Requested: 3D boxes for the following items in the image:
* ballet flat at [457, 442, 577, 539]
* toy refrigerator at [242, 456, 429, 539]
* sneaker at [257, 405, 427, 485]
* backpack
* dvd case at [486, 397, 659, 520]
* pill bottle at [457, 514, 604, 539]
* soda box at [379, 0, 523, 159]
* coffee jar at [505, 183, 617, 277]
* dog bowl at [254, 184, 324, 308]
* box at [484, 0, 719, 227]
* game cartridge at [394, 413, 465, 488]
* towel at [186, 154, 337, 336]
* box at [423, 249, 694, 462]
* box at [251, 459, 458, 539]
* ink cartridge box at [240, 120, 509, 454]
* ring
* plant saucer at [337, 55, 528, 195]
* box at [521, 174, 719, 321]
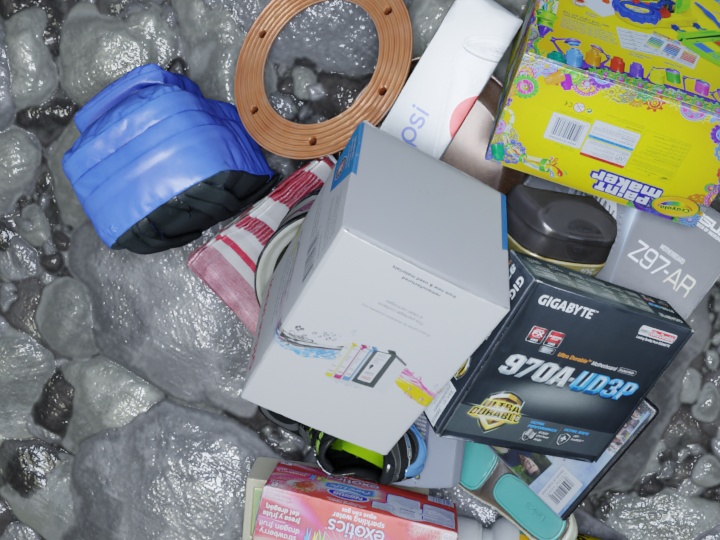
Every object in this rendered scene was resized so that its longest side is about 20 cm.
[{"bbox_3d":[0.147,0.221,0.988,0.068,0.062,0.200,-49,57,4],"label":"ballet flat"},{"bbox_3d":[-0.026,0.263,1.024,0.196,0.070,0.078,7,101,4],"label":"toy refrigerator"},{"bbox_3d":[-0.028,0.155,0.940,0.197,0.082,0.072,22,109,31],"label":"sneaker"},{"bbox_3d":[-0.198,-0.105,0.905,0.161,0.200,0.169,-36,91,11],"label":"backpack"},{"bbox_3d":[0.171,0.122,0.922,0.200,0.017,0.143,43,106,20],"label":"dvd case"},{"bbox_3d":[0.187,0.326,0.993,0.196,0.113,0.115,14,102,3],"label":"pill bottle"},{"bbox_3d":[0.075,-0.167,0.900,0.068,0.063,0.202,31,102,-2],"label":"soda box"},{"bbox_3d":[0.146,0.023,0.836,0.103,0.086,0.203,5,121,-27],"label":"coffee jar"},{"bbox_3d":[0.000,0.000,0.902,0.196,0.074,0.203,3,129,4],"label":"dog bowl"},{"bbox_3d":[0.234,-0.174,0.839,0.197,0.195,0.123,18,141,2],"label":"box"},{"bbox_3d":[0.021,0.148,0.977,0.197,0.041,0.136,14,100,31],"label":"game cartridge"},{"bbox_3d":[-0.065,-0.012,0.966,0.199,0.023,0.144,-35,112,21],"label":"towel"},{"bbox_3d":[0.167,0.081,0.800,0.197,0.046,0.160,16,116,-32],"label":"box"},{"bbox_3d":[-0.006,0.268,0.940,0.196,0.100,0.097,13,94,3],"label":"box"},{"bbox_3d":[0.011,0.020,0.773,0.143,0.149,0.201,24,129,-14],"label":"ink cartridge box"},{"bbox_3d":[-0.037,-0.203,0.921,0.197,0.019,0.205,-8,73,24],"label":"ring"},{"bbox_3d":[0.075,-0.116,0.960,0.196,0.037,0.205,1,101,6],"label":"plant saucer"},{"bbox_3d":[0.237,-0.026,0.897,0.199,0.043,0.161,39,94,14],"label":"box"}]
